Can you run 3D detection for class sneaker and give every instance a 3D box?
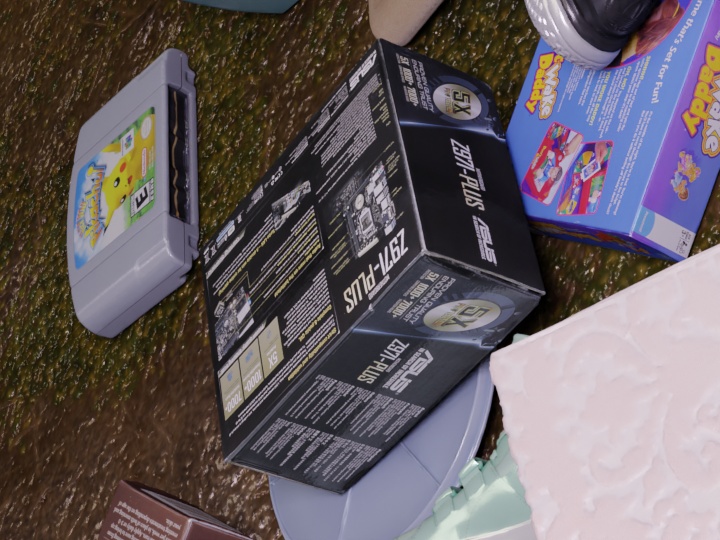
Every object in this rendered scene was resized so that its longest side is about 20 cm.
[{"bbox_3d":[0.079,0.102,1.058,0.199,0.073,0.119,-27,57,31],"label":"sneaker"},{"bbox_3d":[0.136,-0.214,1.090,0.114,0.075,0.202,-34,52,37],"label":"sneaker"}]

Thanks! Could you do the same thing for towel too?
[{"bbox_3d":[0.166,0.089,0.934,0.190,0.032,0.202,-26,56,20],"label":"towel"}]

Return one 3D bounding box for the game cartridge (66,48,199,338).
[{"bbox_3d":[-0.174,-0.057,1.525,0.133,0.040,0.202,-39,43,39],"label":"game cartridge"}]

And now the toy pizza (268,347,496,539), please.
[{"bbox_3d":[0.016,0.086,1.191,0.200,0.032,0.202,-31,46,40],"label":"toy pizza"}]

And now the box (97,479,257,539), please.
[{"bbox_3d":[-0.140,0.247,1.273,0.100,0.075,0.202,17,83,55],"label":"box"}]

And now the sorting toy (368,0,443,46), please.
[{"bbox_3d":[0.057,-0.273,1.319,0.185,0.036,0.202,-47,39,43],"label":"sorting toy"}]

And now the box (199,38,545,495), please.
[{"bbox_3d":[0.000,0.000,1.146,0.200,0.086,0.165,-47,37,34],"label":"box"}]

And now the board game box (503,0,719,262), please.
[{"bbox_3d":[0.154,-0.113,1.109,0.134,0.045,0.202,15,83,55],"label":"board game box"}]

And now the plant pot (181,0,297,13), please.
[{"bbox_3d":[-0.105,-0.275,1.411,0.141,0.199,0.142,-35,45,37],"label":"plant pot"}]
